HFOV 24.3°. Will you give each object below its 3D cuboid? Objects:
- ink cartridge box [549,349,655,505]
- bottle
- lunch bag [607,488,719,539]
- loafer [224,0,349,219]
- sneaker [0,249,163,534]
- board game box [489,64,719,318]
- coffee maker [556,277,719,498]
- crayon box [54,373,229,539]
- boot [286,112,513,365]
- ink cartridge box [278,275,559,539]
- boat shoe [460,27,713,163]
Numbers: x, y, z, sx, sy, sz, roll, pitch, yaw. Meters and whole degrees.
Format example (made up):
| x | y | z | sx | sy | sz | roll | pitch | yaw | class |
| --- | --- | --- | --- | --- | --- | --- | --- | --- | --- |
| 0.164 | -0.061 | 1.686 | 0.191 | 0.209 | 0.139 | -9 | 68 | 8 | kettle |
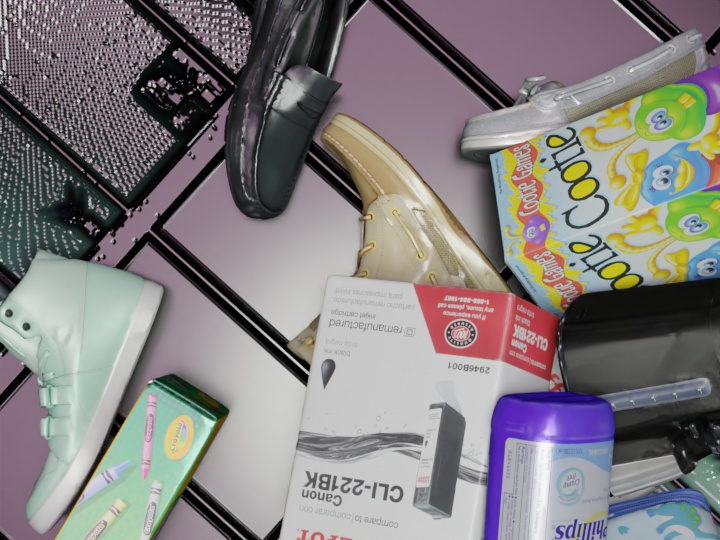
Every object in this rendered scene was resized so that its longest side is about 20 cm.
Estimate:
| x | y | z | sx | sy | sz | roll | pitch | yaw | class |
| --- | --- | --- | --- | --- | --- | --- | --- | --- | --- |
| 0.091 | 0.153 | 1.222 | 0.200 | 0.084 | 0.145 | -35 | 89 | -1 | ink cartridge box |
| 0.115 | 0.177 | 1.046 | 0.065 | 0.083 | 0.200 | 6 | 92 | 42 | bottle |
| 0.187 | 0.246 | 1.174 | 0.161 | 0.200 | 0.083 | -17 | 44 | -2 | lunch bag |
| -0.050 | -0.136 | 1.230 | 0.070 | 0.068 | 0.201 | 8 | 85 | 36 | loafer |
| -0.233 | 0.084 | 1.225 | 0.118 | 0.074 | 0.201 | 21 | 79 | -6 | sneaker |
| 0.205 | -0.051 | 1.171 | 0.200 | 0.103 | 0.105 | -21 | 48 | 19 | board game box |
| 0.238 | 0.044 | 1.103 | 0.200 | 0.135 | 0.192 | -10 | 78 | 22 | coffee maker |
| -0.171 | 0.174 | 1.202 | 0.058 | 0.119 | 0.200 | 31 | 88 | 0 | crayon box |
| 0.000 | 0.000 | 1.234 | 0.155 | 0.073 | 0.200 | -40 | 92 | 0 | boot |
| 0.038 | 0.113 | 1.116 | 0.144 | 0.084 | 0.200 | 5 | 81 | 30 | ink cartridge box |
| 0.167 | -0.126 | 1.240 | 0.202 | 0.074 | 0.065 | -15 | 82 | -5 | boat shoe |
